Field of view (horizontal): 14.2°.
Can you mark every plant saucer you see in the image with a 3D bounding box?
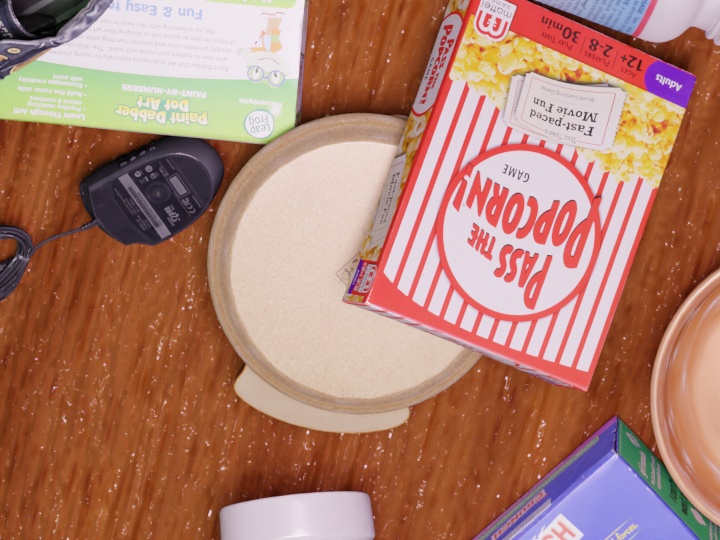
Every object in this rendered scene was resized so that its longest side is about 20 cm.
[{"bbox_3d":[0.277,0.074,1.778,0.199,0.037,0.201,1,106,3],"label":"plant saucer"}]

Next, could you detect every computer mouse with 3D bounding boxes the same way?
[{"bbox_3d":[-0.172,-0.030,1.783,0.199,0.034,0.059,-24,119,14],"label":"computer mouse"}]

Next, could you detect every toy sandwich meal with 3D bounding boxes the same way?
[{"bbox_3d":[0.000,0.000,1.760,0.204,0.070,0.206,0,103,0],"label":"toy sandwich meal"}]

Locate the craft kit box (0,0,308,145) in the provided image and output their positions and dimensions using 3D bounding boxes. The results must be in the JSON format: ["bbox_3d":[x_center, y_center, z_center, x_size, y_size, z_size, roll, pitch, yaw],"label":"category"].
[{"bbox_3d":[-0.127,-0.181,1.731,0.199,0.049,0.198,6,103,2],"label":"craft kit box"}]

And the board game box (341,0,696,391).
[{"bbox_3d":[0.094,-0.049,1.699,0.151,0.046,0.201,21,86,-19],"label":"board game box"}]

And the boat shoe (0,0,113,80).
[{"bbox_3d":[-0.221,-0.143,1.678,0.200,0.091,0.071,-31,101,11],"label":"boat shoe"}]

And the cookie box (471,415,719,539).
[{"bbox_3d":[0.164,0.223,1.803,0.171,0.075,0.200,-41,99,13],"label":"cookie box"}]

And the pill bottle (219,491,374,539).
[{"bbox_3d":[-0.031,0.241,1.772,0.113,0.113,0.201,-7,80,5],"label":"pill bottle"}]

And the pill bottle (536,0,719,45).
[{"bbox_3d":[0.146,-0.198,1.676,0.199,0.109,0.109,20,105,-3],"label":"pill bottle"}]
